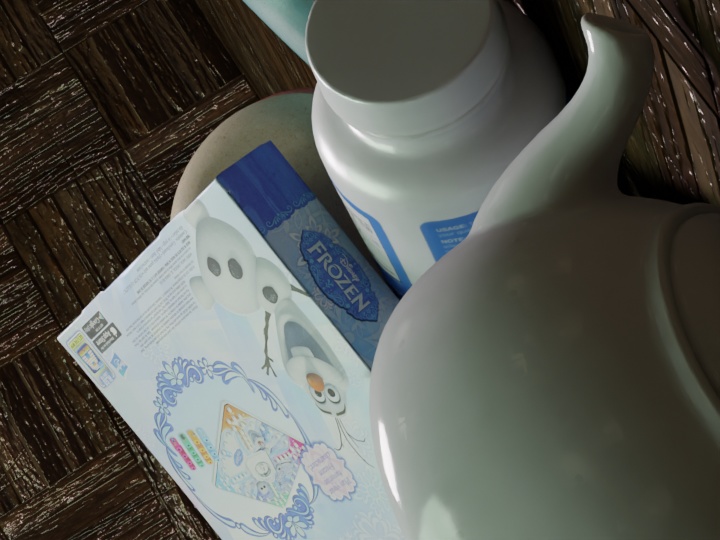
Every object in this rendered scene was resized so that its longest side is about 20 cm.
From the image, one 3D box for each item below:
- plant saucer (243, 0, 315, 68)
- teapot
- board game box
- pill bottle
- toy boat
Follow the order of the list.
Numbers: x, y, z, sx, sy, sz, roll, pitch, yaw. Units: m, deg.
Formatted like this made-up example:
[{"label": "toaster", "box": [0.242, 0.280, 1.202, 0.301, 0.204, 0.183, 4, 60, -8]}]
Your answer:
[{"label": "plant saucer", "box": [-0.044, -0.143, 1.358, 0.200, 0.027, 0.200, 45, -174, -6]}, {"label": "teapot", "box": [0.112, 0.053, 0.930, 0.200, 0.146, 0.198, 36, -144, -29]}, {"label": "board game box", "box": [-0.035, 0.063, 1.332, 0.199, 0.043, 0.200, 52, 144, 1]}, {"label": "pill bottle", "box": [0.043, -0.053, 1.228, 0.112, 0.112, 0.200, 56, 177, 33]}, {"label": "toy boat", "box": [0.000, 0.000, 1.416, 0.200, 0.131, 0.131, 47, -170, 7]}]
